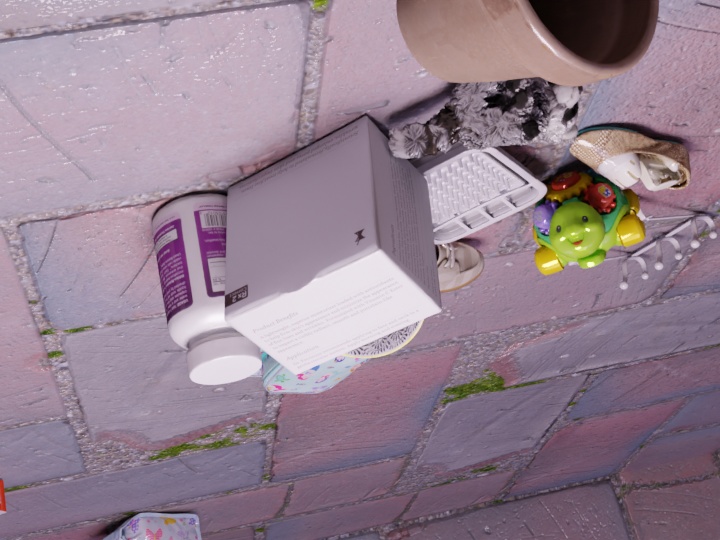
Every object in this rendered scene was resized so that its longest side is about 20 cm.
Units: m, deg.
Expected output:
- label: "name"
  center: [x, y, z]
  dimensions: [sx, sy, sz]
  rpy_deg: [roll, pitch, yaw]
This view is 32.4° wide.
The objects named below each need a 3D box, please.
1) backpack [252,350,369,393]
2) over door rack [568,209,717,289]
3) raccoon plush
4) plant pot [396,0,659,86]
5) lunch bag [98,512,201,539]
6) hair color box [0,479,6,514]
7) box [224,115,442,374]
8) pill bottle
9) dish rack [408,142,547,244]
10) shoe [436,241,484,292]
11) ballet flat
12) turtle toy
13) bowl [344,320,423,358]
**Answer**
- label: "backpack"
  center: [-0.084, 0.087, 1.693]
  dimensions: [0.177, 0.151, 0.200]
  rpy_deg: [4, 155, -40]
- label: "over door rack"
  center: [0.411, -0.034, 1.808]
  dimensions: [0.200, 0.067, 0.148]
  rpy_deg: [7, 147, -42]
- label: "raccoon plush"
  center: [0.143, -0.170, 1.351]
  dimensions: [0.200, 0.097, 0.134]
  rpy_deg: [-5, 175, 30]
- label: "plant pot"
  center: [0.126, -0.237, 1.057]
  dimensions: [0.200, 0.201, 0.174]
  rpy_deg: [6, 165, -40]
- label: "lunch bag"
  center: [-0.461, 0.594, 2.628]
  dimensions: [0.200, 0.127, 0.170]
  rpy_deg: [14, 142, -37]
- label: "hair color box"
  center: [-0.701, 0.380, 2.077]
  dimensions: [0.111, 0.064, 0.200]
  rpy_deg: [-20, 158, 14]
- label: "box"
  center: [-0.033, -0.026, 1.355]
  dimensions: [0.199, 0.200, 0.131]
  rpy_deg: [-25, 136, 23]
- label: "pill bottle"
  center: [-0.170, 0.023, 1.412]
  dimensions: [0.112, 0.201, 0.112]
  rpy_deg: [-11, 157, -5]
- label: "dish rack"
  center: [0.117, -0.103, 1.504]
  dimensions: [0.171, 0.044, 0.200]
  rpy_deg: [-25, 155, 24]
- label: "shoe"
  center: [0.081, -0.007, 1.661]
  dimensions: [0.199, 0.070, 0.053]
  rpy_deg: [-6, 158, -21]
- label: "ballet flat"
  center: [0.345, -0.134, 1.543]
  dimensions: [0.200, 0.065, 0.071]
  rpy_deg: [2, 152, -34]
- label: "turtle toy"
  center: [0.275, -0.065, 1.553]
  dimensions: [0.145, 0.200, 0.101]
  rpy_deg: [-21, 113, 16]
- label: "bowl"
  center: [0.000, 0.000, 1.554]
  dimensions: [0.200, 0.201, 0.094]
  rpy_deg: [-28, -167, 28]
